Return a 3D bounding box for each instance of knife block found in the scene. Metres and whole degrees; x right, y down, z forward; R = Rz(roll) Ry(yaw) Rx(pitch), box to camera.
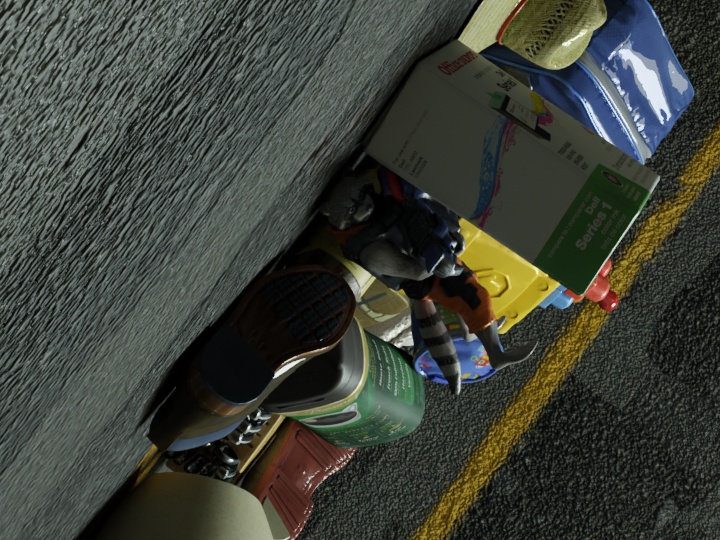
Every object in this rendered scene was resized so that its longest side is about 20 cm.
[{"bbox_3d":[-0.097,0.117,1.768,0.200,0.064,0.176,-50,176,-40],"label":"knife block"}]

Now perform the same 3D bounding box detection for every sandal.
[{"bbox_3d":[0.000,0.000,1.874,0.080,0.054,0.200,-19,160,2],"label":"sandal"}]

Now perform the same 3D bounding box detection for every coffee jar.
[{"bbox_3d":[-0.023,0.088,1.707,0.104,0.086,0.200,-12,161,17],"label":"coffee jar"}]

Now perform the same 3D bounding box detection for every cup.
[{"bbox_3d":[-0.145,0.250,1.677,0.200,0.199,0.144,119,-15,-65],"label":"cup"}]

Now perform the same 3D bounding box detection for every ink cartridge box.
[{"bbox_3d":[0.117,-0.082,1.553,0.084,0.200,0.145,-57,175,19],"label":"ink cartridge box"}]

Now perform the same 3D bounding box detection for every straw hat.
[{"bbox_3d":[0.155,-0.213,1.681,0.201,0.085,0.201,-53,176,-6],"label":"straw hat"}]

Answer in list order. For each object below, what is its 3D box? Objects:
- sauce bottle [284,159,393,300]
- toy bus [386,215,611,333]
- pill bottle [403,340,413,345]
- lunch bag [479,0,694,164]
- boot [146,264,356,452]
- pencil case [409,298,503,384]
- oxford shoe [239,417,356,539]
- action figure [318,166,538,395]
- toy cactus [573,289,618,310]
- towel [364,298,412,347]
[{"bbox_3d":[-0.021,-0.004,1.606,0.200,0.065,0.065,-51,176,-26],"label":"sauce bottle"},{"bbox_3d":[0.127,-0.050,1.741,0.136,0.191,0.201,-47,-154,40],"label":"toy bus"},{"bbox_3d":[0.049,0.005,2.196,0.200,0.113,0.113,-52,176,-9],"label":"pill bottle"},{"bbox_3d":[0.196,-0.162,1.823,0.133,0.136,0.200,-52,136,-13],"label":"lunch bag"},{"bbox_3d":[-0.083,0.063,1.507,0.097,0.075,0.200,-42,176,38],"label":"boot"},{"bbox_3d":[0.077,0.010,1.806,0.087,0.078,0.201,124,-29,-42],"label":"pencil case"},{"bbox_3d":[-0.064,0.167,1.820,0.075,0.071,0.200,-19,-155,44],"label":"oxford shoe"},{"bbox_3d":[0.044,0.004,1.535,0.105,0.193,0.200,-42,-166,13],"label":"action figure"},{"bbox_3d":[0.173,-0.061,1.906,0.102,0.165,0.201,-37,-137,32],"label":"toy cactus"},{"bbox_3d":[0.008,0.056,2.033,0.200,0.035,0.132,-35,-161,-29],"label":"towel"}]
